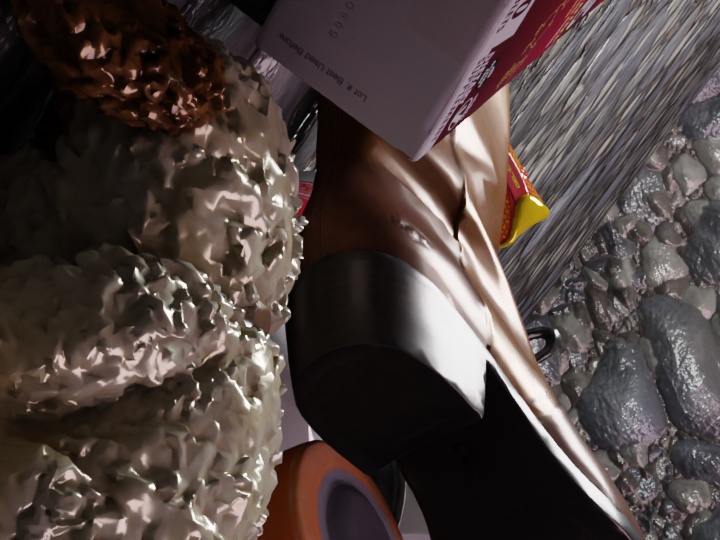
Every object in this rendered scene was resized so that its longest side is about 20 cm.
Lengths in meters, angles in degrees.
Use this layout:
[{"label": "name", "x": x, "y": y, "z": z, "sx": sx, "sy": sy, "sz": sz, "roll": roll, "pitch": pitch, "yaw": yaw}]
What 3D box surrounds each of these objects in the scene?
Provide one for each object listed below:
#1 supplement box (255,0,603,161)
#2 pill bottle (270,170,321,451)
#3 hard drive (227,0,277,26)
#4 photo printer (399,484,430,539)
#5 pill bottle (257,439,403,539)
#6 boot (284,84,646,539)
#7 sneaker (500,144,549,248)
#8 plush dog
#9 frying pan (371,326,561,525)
[{"label": "supplement box", "x": 0.054, "y": -0.118, "z": 0.722, "sx": 0.109, "sy": 0.061, "sz": 0.200, "roll": -58, "pitch": 172, "yaw": 31}, {"label": "pill bottle", "x": -0.047, "y": 0.040, "z": 0.869, "sx": 0.112, "sy": 0.112, "sz": 0.200, "roll": -57, "pitch": 172, "yaw": 25}, {"label": "hard drive", "x": 0.035, "y": -0.175, "z": 0.706, "sx": 0.200, "sy": 0.033, "sz": 0.140, "roll": -50, "pitch": 171, "yaw": -29}, {"label": "photo printer", "x": -0.002, "y": 0.093, "z": 1.148, "sx": 0.200, "sy": 0.069, "sz": 0.167, "roll": -35, "pitch": -143, "yaw": 43}, {"label": "pill bottle", "x": -0.083, "y": 0.119, "z": 0.735, "sx": 0.199, "sy": 0.107, "sz": 0.106, "roll": -25, "pitch": -177, "yaw": 21}, {"label": "boot", "x": 0.034, "y": 0.007, "z": 0.781, "sx": 0.068, "sy": 0.188, "sz": 0.201, "roll": -29, "pitch": -142, "yaw": 26}, {"label": "sneaker", "x": 0.000, "y": 0.000, "z": 1.024, "sx": 0.073, "sy": 0.077, "sz": 0.200, "roll": -34, "pitch": -179, "yaw": -38}, {"label": "plush dog", "x": -0.064, "y": 0.016, "z": 0.631, "sx": 0.200, "sy": 0.160, "sz": 0.173, "roll": 108, "pitch": -3, "yaw": -68}, {"label": "frying pan", "x": -0.015, "y": 0.058, "z": 0.996, "sx": 0.190, "sy": 0.115, "sz": 0.031, "roll": -48, "pitch": 180, "yaw": -26}]
